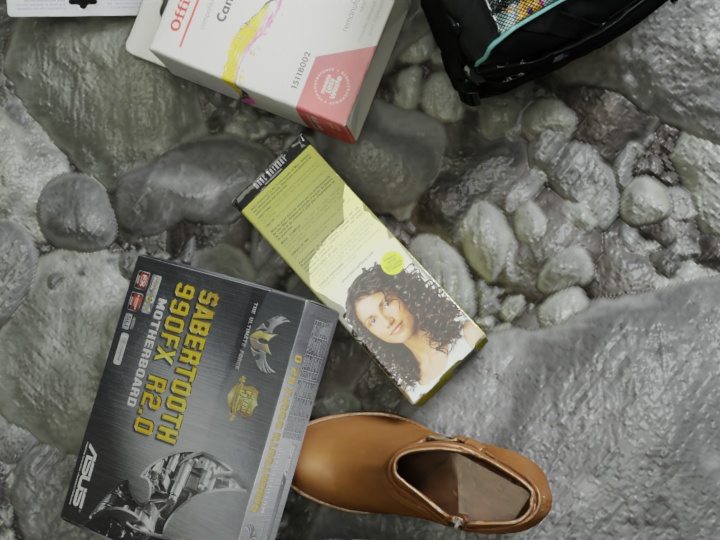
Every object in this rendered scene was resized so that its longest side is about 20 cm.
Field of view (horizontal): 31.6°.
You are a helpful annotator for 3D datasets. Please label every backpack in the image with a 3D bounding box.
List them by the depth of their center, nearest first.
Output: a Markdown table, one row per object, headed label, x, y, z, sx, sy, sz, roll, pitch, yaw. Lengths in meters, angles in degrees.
| label | x | y | z | sx | sy | sz | roll | pitch | yaw |
| --- | --- | --- | --- | --- | --- | --- | --- | --- | --- |
| backpack | 0.137 | -0.221 | 0.865 | 0.198 | 0.176 | 0.155 | -21 | 84 | 1 |

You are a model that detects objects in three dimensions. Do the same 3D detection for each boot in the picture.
| label | x | y | z | sx | sy | sz | roll | pitch | yaw |
| --- | --- | --- | --- | --- | --- | --- | --- | --- | --- |
| boot | 0.029 | 0.132 | 0.846 | 0.198 | 0.155 | 0.075 | 4 | 84 | 9 |

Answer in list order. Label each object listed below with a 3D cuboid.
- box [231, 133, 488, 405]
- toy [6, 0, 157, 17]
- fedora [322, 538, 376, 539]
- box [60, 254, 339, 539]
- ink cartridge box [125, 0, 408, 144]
| label | x | y | z | sx | sy | sz | roll | pitch | yaw |
| --- | --- | --- | --- | --- | --- | --- | --- | --- | --- |
| box | 0.000 | 0.000 | 0.921 | 0.075 | 0.050 | 0.200 | -44 | 78 | 1 |
| toy | -0.222 | -0.298 | 0.985 | 0.114 | 0.047 | 0.203 | -4 | 98 | -17 |
| fedora | -0.019 | 0.264 | 0.856 | 0.175 | 0.090 | 0.202 | -2 | 104 | -15 |
| box | -0.115 | 0.103 | 0.900 | 0.157 | 0.048 | 0.202 | 14 | 86 | 32 |
| ink cartridge box | -0.077 | -0.187 | 0.945 | 0.198 | 0.067 | 0.118 | 21 | 87 | 9 |
